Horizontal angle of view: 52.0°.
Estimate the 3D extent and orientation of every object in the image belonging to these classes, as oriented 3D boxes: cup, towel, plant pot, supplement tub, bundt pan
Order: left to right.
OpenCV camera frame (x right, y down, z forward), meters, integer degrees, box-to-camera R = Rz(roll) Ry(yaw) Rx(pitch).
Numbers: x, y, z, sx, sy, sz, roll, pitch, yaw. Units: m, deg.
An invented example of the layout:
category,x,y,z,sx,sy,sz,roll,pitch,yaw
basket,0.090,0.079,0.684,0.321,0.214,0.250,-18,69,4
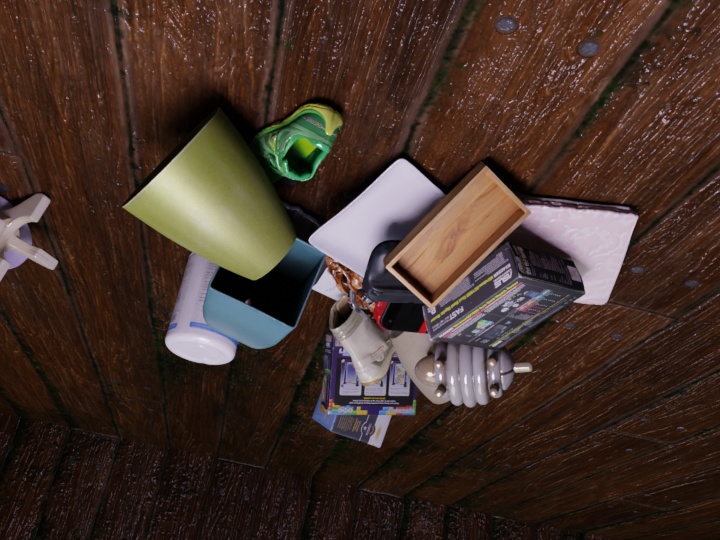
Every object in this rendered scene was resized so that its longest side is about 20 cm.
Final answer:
category,x,y,z,sx,sy,sz,roll,pitch,yaw
supplement tub,-0.278,0.062,1.381,0.131,0.201,0.132,8,153,4
plant pot,-0.189,-0.088,1.026,0.200,0.188,0.187,45,140,-19
plant pot,-0.169,0.037,1.182,0.141,0.142,0.200,27,149,-9
bundt pan,-0.150,-0.028,1.263,0.201,0.076,0.202,12,143,9
cup,0.143,0.130,1.409,0.143,0.201,0.200,37,146,-11
towel,0.303,-0.029,1.138,0.199,0.032,0.192,7,132,4

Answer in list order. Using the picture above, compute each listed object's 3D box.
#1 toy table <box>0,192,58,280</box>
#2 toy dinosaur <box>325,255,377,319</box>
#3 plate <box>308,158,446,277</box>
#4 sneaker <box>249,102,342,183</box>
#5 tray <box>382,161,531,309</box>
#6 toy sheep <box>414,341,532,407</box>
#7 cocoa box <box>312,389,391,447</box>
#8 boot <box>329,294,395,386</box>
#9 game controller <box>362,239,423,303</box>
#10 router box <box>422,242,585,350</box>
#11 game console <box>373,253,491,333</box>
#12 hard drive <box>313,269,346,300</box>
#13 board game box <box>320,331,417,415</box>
category,x,y,z,sx,sy,sz,roll,pitch,yaw
toy table,-0.641,-0.064,1.311,0.117,0.185,0.200,13,169,30
toy dinosaur,0.000,0.000,1.232,0.102,0.136,0.200,1,143,24
plate,0.052,-0.068,1.144,0.199,0.032,0.200,-40,129,23
sneaker,-0.103,-0.162,1.027,0.074,0.084,0.200,26,149,-28
tray,0.137,-0.049,1.061,0.099,0.037,0.200,41,102,-18
toy sheep,0.191,0.170,1.254,0.199,0.139,0.138,1,151,14
cocoa box,-0.001,0.266,1.640,0.131,0.201,0.133,22,174,-21
boot,0.011,0.104,1.432,0.072,0.200,0.155,-18,117,29
game controller,0.102,0.004,1.139,0.199,0.042,0.105,2,114,-23
router box,0.214,0.046,1.121,0.149,0.062,0.200,12,142,-35
game console,0.127,0.025,1.206,0.176,0.031,0.201,6,127,-25
hard drive,-0.068,0.002,1.384,0.199,0.027,0.132,26,148,-29
board game box,0.021,0.217,1.546,0.199,0.166,0.057,5,178,-21
